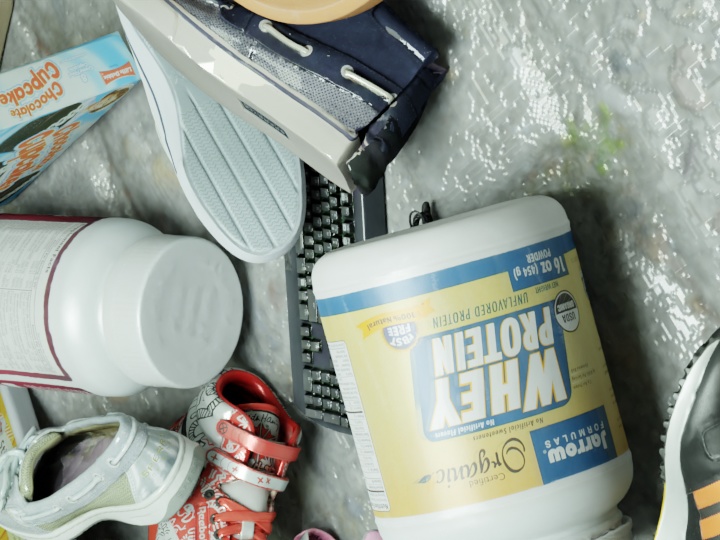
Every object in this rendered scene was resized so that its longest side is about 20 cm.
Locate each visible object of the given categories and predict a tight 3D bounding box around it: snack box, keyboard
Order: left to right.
[{"bbox_3d":[-0.228,-0.076,1.765,0.200,0.116,0.037,-36,81,51],"label":"snack box"},{"bbox_3d":[0.000,0.000,1.669,0.127,0.021,0.201,8,107,40],"label":"keyboard"}]

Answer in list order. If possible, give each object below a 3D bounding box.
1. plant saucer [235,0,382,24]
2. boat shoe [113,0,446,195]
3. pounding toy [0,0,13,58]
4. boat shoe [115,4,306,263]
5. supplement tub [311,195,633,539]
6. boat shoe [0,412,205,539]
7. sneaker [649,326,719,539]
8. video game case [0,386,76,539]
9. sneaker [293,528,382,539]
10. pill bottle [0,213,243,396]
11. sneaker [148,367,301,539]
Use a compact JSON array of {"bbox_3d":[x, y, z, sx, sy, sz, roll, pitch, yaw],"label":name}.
[{"bbox_3d":[-0.040,-0.231,1.538,0.200,0.032,0.201,14,112,38],"label":"plant saucer"},{"bbox_3d":[-0.043,-0.131,1.622,0.200,0.075,0.093,37,81,19],"label":"boat shoe"},{"bbox_3d":[-0.353,-0.105,1.843,0.142,0.184,0.201,35,122,30],"label":"pounding toy"},{"bbox_3d":[-0.084,-0.092,1.695,0.067,0.073,0.201,94,156,-73],"label":"boat shoe"},{"bbox_3d":[0.065,0.071,1.546,0.144,0.144,0.201,-14,92,43],"label":"supplement tub"},{"bbox_3d":[-0.173,0.118,1.731,0.065,0.075,0.202,38,155,-28],"label":"boat shoe"},{"bbox_3d":[0.204,0.123,1.497,0.090,0.070,0.201,19,116,24],"label":"sneaker"},{"bbox_3d":[-0.246,0.197,1.861,0.182,0.023,0.200,-56,35,25],"label":"video game case"},{"bbox_3d":[-0.041,0.199,1.742,0.200,0.070,0.082,-8,73,44],"label":"sneaker"},{"bbox_3d":[-0.174,0.021,1.768,0.200,0.109,0.110,3,104,41],"label":"pill bottle"},{"bbox_3d":[-0.078,0.148,1.698,0.108,0.067,0.202,-54,30,32],"label":"sneaker"}]
